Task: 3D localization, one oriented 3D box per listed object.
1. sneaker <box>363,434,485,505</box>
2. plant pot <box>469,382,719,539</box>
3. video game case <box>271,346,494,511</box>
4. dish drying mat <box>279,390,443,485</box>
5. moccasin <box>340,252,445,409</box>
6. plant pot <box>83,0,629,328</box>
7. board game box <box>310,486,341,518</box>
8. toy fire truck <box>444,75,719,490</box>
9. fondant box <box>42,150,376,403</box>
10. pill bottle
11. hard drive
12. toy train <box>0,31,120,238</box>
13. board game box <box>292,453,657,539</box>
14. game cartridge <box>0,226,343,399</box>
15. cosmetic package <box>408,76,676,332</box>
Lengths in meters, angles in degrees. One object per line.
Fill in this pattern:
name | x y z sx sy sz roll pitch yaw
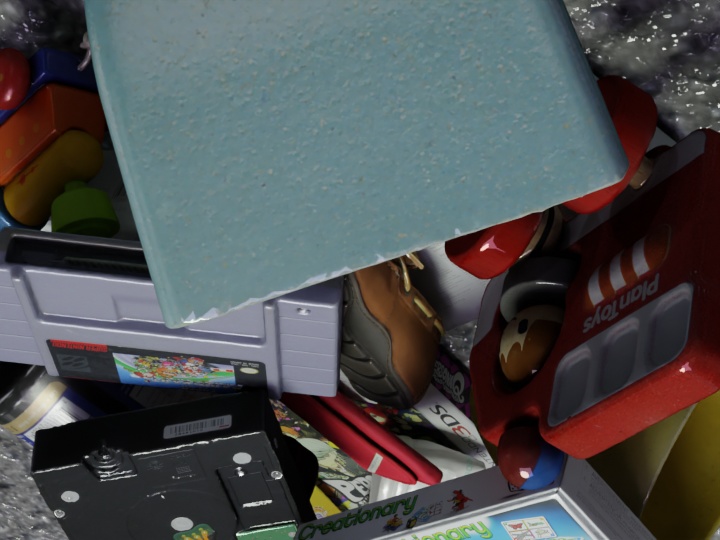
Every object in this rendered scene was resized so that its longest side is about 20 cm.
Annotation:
sneaker | 0.045 0.192 1.169 0.088 0.076 0.201 5 145 -5
plant pot | 0.150 0.081 0.951 0.141 0.200 0.201 28 153 28
video game case | 0.016 0.122 1.171 0.199 0.036 0.181 -16 133 38
dish drying mat | -0.029 0.085 1.007 0.077 0.018 0.200 12 158 47
moccasin | 0.001 0.000 0.896 0.073 0.078 0.202 11 152 37
plant pot | -0.019 -0.126 0.675 0.194 0.197 0.201 -19 108 8
board game box | -0.097 0.171 1.240 0.152 0.040 0.200 10 151 38
toy fire truck | 0.114 0.017 0.779 0.112 0.169 0.200 30 142 -18
fondant box | -0.084 0.004 0.985 0.144 0.059 0.200 6 151 46
pill bottle | -0.128 0.098 1.008 0.200 0.112 0.112 38 140 -18
hard drive | -0.097 0.155 0.950 0.139 0.038 0.201 -11 134 8
toy train | -0.159 -0.067 0.880 0.200 0.116 0.084 -35 151 34
board game box | 0.069 0.169 0.873 0.199 0.035 0.126 -22 120 38
game cartridge | -0.108 0.027 0.854 0.198 0.039 0.130 6 149 2
cosmetic package | 0.062 -0.051 0.898 0.150 0.052 0.200 33 142 -25
